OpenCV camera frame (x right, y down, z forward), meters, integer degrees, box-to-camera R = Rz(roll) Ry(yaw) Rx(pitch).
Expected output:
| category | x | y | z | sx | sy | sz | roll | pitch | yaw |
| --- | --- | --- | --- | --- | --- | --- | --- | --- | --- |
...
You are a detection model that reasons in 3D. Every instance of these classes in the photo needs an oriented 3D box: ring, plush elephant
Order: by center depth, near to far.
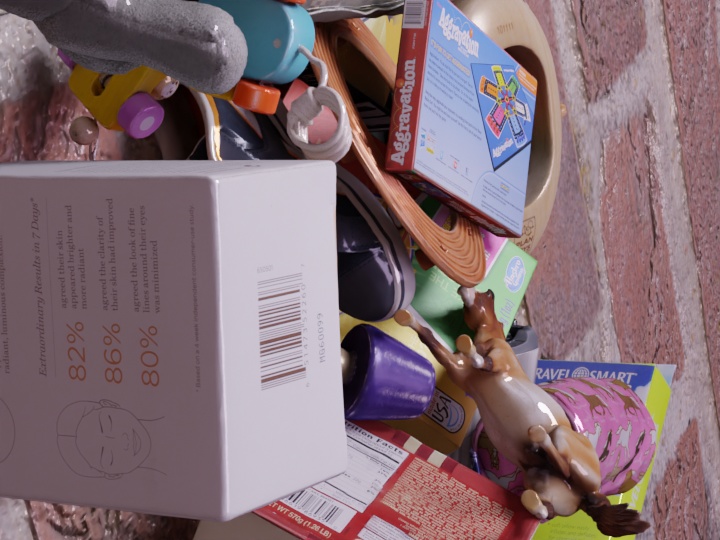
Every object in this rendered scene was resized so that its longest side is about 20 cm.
| category | x | y | z | sx | sy | sz | roll | pitch | yaw |
| --- | --- | --- | --- | --- | --- | --- | --- | --- | --- |
| plush elephant | -0.141 | -0.186 | 0.916 | 0.155 | 0.199 | 0.165 | -89 | 175 | -49 |
| ring | 0.015 | -0.076 | 1.116 | 0.201 | 0.019 | 0.201 | 55 | 16 | -23 |

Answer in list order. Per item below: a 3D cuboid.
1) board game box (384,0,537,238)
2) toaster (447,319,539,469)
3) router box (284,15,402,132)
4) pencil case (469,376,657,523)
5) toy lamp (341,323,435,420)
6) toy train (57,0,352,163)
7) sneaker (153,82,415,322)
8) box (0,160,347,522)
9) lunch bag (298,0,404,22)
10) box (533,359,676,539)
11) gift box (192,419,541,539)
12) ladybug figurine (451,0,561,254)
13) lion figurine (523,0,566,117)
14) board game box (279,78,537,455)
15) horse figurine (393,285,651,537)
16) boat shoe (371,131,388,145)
| category | x | y | z | sx | sy | sz | roll | pitch | yaw |
| --- | --- | --- | --- | --- | --- | --- | --- | --- | --- |
| board game box | 0.062 | -0.087 | 1.121 | 0.200 | 0.019 | 0.103 | 25 | 71 | -66 |
| toaster | 0.052 | 0.100 | 1.321 | 0.200 | 0.113 | 0.130 | -6 | 101 | -65 |
| router box | -0.010 | -0.209 | 1.217 | 0.157 | 0.052 | 0.201 | 29 | 66 | -48 |
| pencil case | 0.141 | 0.118 | 1.290 | 0.083 | 0.086 | 0.200 | 57 | 19 | 13 |
| toy lamp | -0.052 | 0.043 | 1.068 | 0.199 | 0.058 | 0.058 | 14 | 77 | -22 |
| toy train | -0.082 | -0.071 | 0.979 | 0.056 | 0.200 | 0.151 | 1 | 67 | -57 |
| sneaker | -0.057 | -0.042 | 1.083 | 0.200 | 0.078 | 0.079 | 50 | 48 | 7 |
| box | -0.118 | 0.025 | 0.907 | 0.106 | 0.199 | 0.153 | -13 | 104 | -59 |
| lunch bag | -0.026 | -0.230 | 1.057 | 0.164 | 0.117 | 0.201 | -13 | 80 | -47 |
| box | 0.169 | 0.147 | 1.522 | 0.048 | 0.122 | 0.200 | 54 | 46 | -46 |
| gift box | -0.029 | 0.201 | 1.064 | 0.200 | 0.184 | 0.187 | -34 | 151 | -62 |
| ladybug figurine | 0.079 | -0.094 | 1.314 | 0.136 | 0.072 | 0.201 | -23 | 115 | -45 |
| lion figurine | 0.082 | -0.115 | 1.399 | 0.123 | 0.072 | 0.200 | 49 | 54 | -42 |
| board game box | 0.000 | 0.000 | 1.176 | 0.200 | 0.040 | 0.153 | 36 | 55 | -16 |
| horse figurine | 0.092 | 0.084 | 1.094 | 0.050 | 0.200 | 0.133 | -41 | 157 | 9 |
| boat shoe | -0.003 | -0.029 | 1.260 | 0.074 | 0.063 | 0.202 | 50 | 48 | -45 |
